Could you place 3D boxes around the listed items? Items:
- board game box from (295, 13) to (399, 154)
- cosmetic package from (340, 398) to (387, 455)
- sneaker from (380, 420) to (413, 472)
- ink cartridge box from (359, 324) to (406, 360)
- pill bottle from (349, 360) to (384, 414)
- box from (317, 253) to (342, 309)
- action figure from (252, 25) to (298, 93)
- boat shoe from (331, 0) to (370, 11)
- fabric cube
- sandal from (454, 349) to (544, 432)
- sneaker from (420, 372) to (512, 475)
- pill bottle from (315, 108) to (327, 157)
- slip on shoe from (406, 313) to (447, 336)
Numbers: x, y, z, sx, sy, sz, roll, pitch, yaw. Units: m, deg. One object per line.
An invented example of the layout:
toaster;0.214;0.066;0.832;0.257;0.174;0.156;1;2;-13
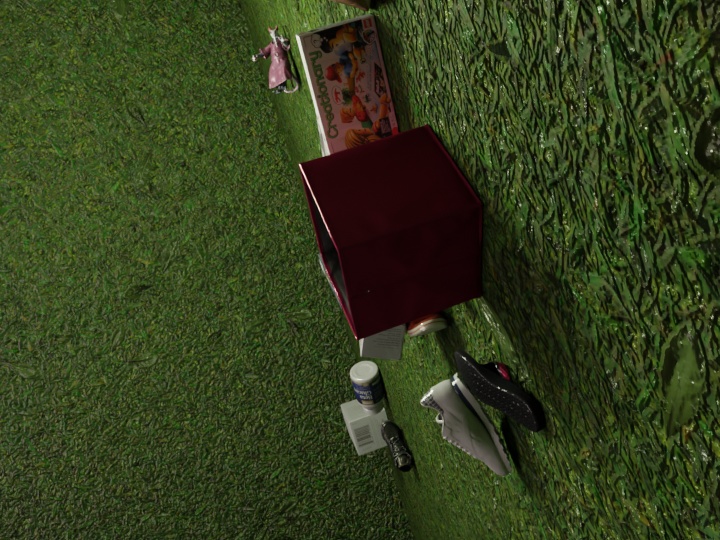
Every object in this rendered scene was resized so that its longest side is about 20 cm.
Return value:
board game box;-0.019;-0.303;1.157;0.035;0.126;0.200;-123;16;-64
cosmetic package;0.028;0.652;2.999;0.200;0.165;0.165;-135;28;-73
sneaker;0.136;0.636;2.528;0.114;0.076;0.200;-164;53;-79
ink cartridge box;0.047;0.053;1.370;0.145;0.084;0.200;-95;11;-68
pill bottle;0.032;0.455;2.697;0.111;0.111;0.200;-119;13;-56
box;0.000;0.000;1.639;0.200;0.157;0.051;-121;14;-56
action figure;-0.243;-0.662;2.187;0.149;0.134;0.200;-12;-82;-55
boat shoe;-0.011;-0.438;1.064;0.200;0.072;0.072;-99;24;-69
fabric cube;0.045;-0.055;1.016;0.200;0.199;0.196;80;168;-47
sandal;0.206;0.169;1.023;0.200;0.045;0.075;32;147;56
sneaker;0.176;0.259;1.140;0.200;0.080;0.076;56;-175;-14
pill bottle;-0.024;-0.277;1.313;0.200;0.114;0.114;84;165;-59
slip on shoe;0.117;0.088;1.346;0.200;0.074;0.061;-142;37;-85
